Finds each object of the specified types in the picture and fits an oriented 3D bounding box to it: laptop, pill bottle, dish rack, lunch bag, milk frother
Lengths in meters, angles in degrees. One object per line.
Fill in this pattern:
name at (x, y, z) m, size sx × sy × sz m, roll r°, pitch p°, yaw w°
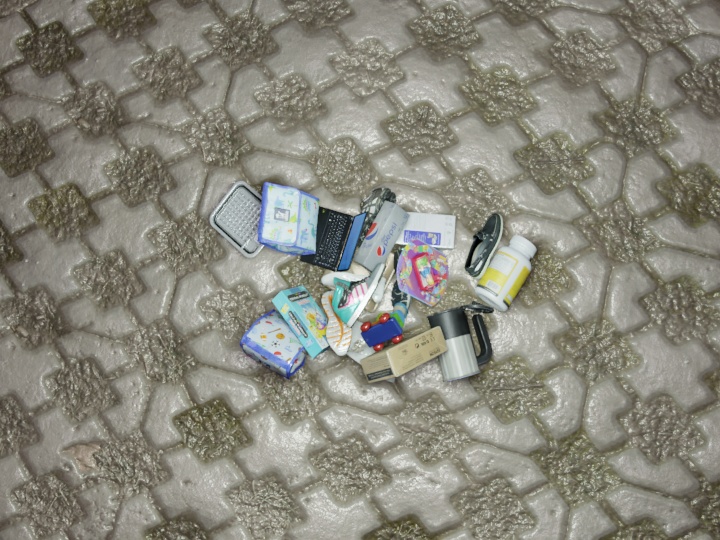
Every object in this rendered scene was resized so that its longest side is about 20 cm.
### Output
laptop at (-0.081, -0.100, 1.703) m, size 0.194 × 0.103 × 0.183 m, roll 17°, pitch 80°, yaw 17°
pill bottle at (0.426, 0.006, 1.668) m, size 0.110 × 0.112 × 0.203 m, roll 33°, pitch 85°, yaw 8°
dish rack at (-0.351, -0.156, 1.781) m, size 0.198 × 0.044 × 0.173 m, roll 39°, pitch 87°, yaw 8°
lunch bag at (-0.238, 0.217, 1.637) m, size 0.166 × 0.200 × 0.127 m, roll 28°, pitch 101°, yaw 6°
lunch bag at (-0.217, -0.148, 1.682) m, size 0.124 × 0.197 × 0.177 m, roll -4°, pitch 77°, yaw 39°
milk frother at (0.295, 0.195, 1.608) m, size 0.174 × 0.200 × 0.195 m, roll -14°, pitch 81°, yaw -2°

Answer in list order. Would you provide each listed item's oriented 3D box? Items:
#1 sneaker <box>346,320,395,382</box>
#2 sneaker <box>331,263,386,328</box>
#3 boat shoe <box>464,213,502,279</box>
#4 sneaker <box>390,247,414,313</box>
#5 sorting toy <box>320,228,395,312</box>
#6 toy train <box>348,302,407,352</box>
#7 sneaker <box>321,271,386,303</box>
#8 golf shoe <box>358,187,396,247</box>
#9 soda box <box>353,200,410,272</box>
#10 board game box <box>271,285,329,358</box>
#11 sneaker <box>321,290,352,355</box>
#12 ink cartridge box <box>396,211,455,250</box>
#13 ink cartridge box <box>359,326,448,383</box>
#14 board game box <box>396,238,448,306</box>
sneaker at (0.040, 0.229, 1.684) m, size 0.197 × 0.074 × 0.118 m, roll 34°, pitch 89°, yaw 9°
sneaker at (-0.019, 0.043, 1.617) m, size 0.119 × 0.084 × 0.203 m, roll 33°, pitch 79°, yaw 2°
boat shoe at (0.358, -0.081, 1.698) m, size 0.065 × 0.074 × 0.205 m, roll 23°, pitch 92°, yaw -29°
sneaker at (0.146, 0.038, 1.701) m, size 0.084 × 0.077 × 0.208 m, roll -2°, pitch 101°, yaw -36°
sorting toy at (0.000, 0.000, 1.742) m, size 0.196 × 0.036 × 0.189 m, roll 28°, pitch 85°, yaw 12°
toy train at (0.044, 0.165, 1.632) m, size 0.197 × 0.116 × 0.086 m, roll -28°, pitch 104°, yaw 34°
sneaker at (-0.023, 0.049, 1.683) m, size 0.192 × 0.070 × 0.084 m, roll 6°, pitch 83°, yaw 8°
golf shoe at (0.029, -0.162, 1.741) m, size 0.093 × 0.078 × 0.203 m, roll 22°, pitch 73°, yaw 43°
soda box at (0.062, -0.097, 1.683) m, size 0.067 × 0.063 × 0.205 m, roll 31°, pitch 86°, yaw -35°
board game box at (-0.153, 0.144, 1.667) m, size 0.047 × 0.150 × 0.202 m, roll -39°, pitch 82°, yaw 18°
sneaker at (-0.064, 0.159, 1.666) m, size 0.075 × 0.078 × 0.205 m, roll -11°, pitch 54°, yaw -1°
ink cartridge box at (0.189, -0.121, 1.740) m, size 0.192 × 0.039 × 0.104 m, roll 6°, pitch 83°, yaw 3°
ink cartridge box at (0.120, 0.235, 1.594) m, size 0.195 × 0.164 × 0.077 m, roll -21°, pitch 83°, yaw -31°
board game box at (0.194, 0.005, 1.665) m, size 0.196 × 0.038 × 0.163 m, roll 27°, pitch 76°, yaw -31°
